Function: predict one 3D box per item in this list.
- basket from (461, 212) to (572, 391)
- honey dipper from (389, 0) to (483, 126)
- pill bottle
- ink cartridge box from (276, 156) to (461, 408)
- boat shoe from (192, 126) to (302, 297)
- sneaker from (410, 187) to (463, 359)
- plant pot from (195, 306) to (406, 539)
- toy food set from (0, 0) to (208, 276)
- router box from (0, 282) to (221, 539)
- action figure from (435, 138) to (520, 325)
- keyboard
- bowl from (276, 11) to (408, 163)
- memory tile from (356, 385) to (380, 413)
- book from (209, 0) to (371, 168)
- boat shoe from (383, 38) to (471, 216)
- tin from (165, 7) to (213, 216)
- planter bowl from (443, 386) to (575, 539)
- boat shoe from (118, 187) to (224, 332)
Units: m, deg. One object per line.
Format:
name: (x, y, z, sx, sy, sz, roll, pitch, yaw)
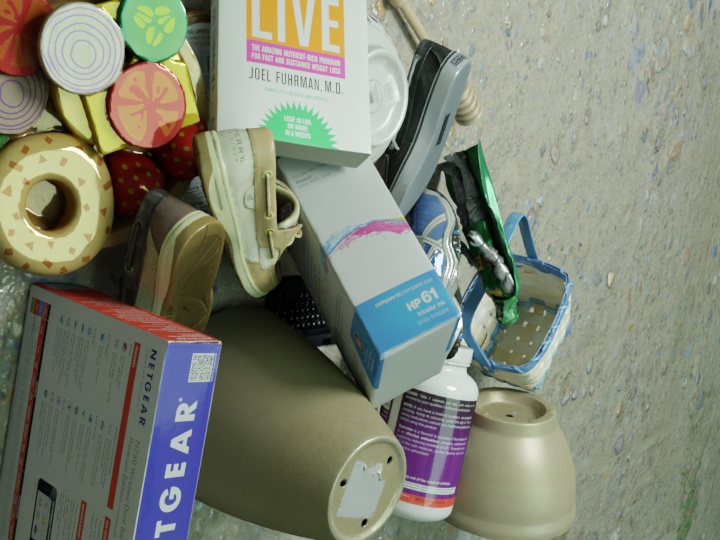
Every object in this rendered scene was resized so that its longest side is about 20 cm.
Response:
basket: (0.189, 0.052, 1.110, 0.178, 0.137, 0.201, -57, 146, -23)
honey dipper: (0.085, -0.241, 0.975, 0.038, 0.037, 0.200, -60, 138, -18)
pill bottle: (0.076, 0.184, 1.032, 0.111, 0.111, 0.205, 12, 92, -51)
ink cartridge box: (0.000, 0.000, 0.775, 0.083, 0.202, 0.145, -25, 159, -14)
boat shoe: (-0.080, -0.042, 0.698, 0.201, 0.065, 0.075, 80, -6, -64)
sneaker: (0.069, -0.003, 0.969, 0.076, 0.075, 0.205, 114, -23, -62)
plant pot: (-0.060, 0.153, 0.768, 0.185, 0.198, 0.192, -19, 119, -40)
toy food set: (-0.197, -0.110, 0.622, 0.197, 0.048, 0.202, -26, 118, -28)
router box: (-0.190, 0.128, 0.628, 0.048, 0.177, 0.205, 6, 97, -50)
action figure: (0.139, -0.035, 0.991, 0.054, 0.118, 0.204, -19, 85, -12)
keyboard: (-0.022, 0.032, 0.922, 0.198, 0.039, 0.107, -5, 105, -52)
bowl: (-0.015, -0.167, 0.825, 0.199, 0.093, 0.206, -21, 118, -46)
memory tile: (0.001, 0.160, 0.908, 0.200, 0.016, 0.157, -96, -165, -79)
book: (-0.060, -0.193, 0.717, 0.131, 0.048, 0.205, 5, 74, -26)
boat shoe: (0.052, -0.147, 0.936, 0.073, 0.067, 0.202, -38, 153, -51)
tin: (-0.138, -0.116, 0.734, 0.111, 0.041, 0.205, -17, 114, -43)
planter bowl: (0.184, 0.233, 1.111, 0.198, 0.197, 0.138, -11, 110, -49)
boat shoe: (-0.158, 0.014, 0.688, 0.073, 0.065, 0.202, -31, 158, -44)
